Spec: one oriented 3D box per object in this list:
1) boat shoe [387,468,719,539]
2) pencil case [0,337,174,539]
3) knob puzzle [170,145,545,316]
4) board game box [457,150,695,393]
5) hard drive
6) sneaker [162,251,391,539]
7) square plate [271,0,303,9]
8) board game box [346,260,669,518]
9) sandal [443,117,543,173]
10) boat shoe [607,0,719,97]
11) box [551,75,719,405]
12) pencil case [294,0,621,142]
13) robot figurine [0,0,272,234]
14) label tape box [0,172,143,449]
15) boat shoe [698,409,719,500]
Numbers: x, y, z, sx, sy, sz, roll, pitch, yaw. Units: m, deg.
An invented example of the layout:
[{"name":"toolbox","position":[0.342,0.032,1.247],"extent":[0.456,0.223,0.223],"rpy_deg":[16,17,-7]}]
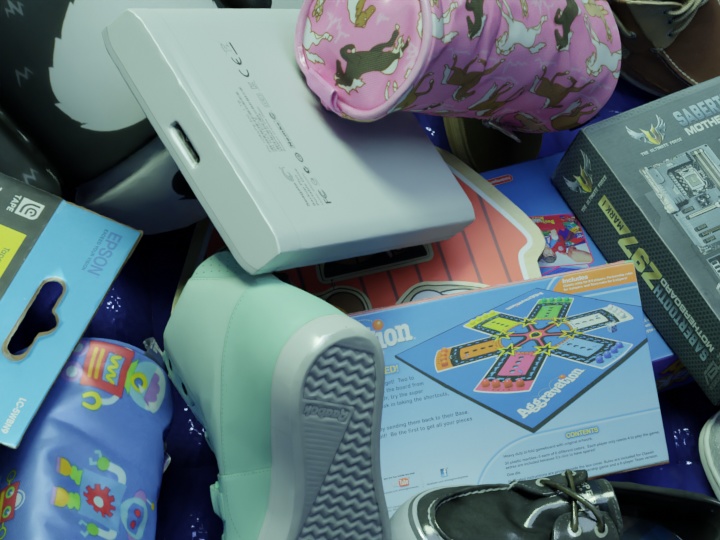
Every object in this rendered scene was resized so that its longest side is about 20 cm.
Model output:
[{"name":"boat shoe","position":[0.104,0.124,1.204],"extent":[0.200,0.066,0.070],"rpy_deg":[14,40,-36]},{"name":"pencil case","position":[-0.129,0.125,1.144],"extent":[0.087,0.078,0.200],"rpy_deg":[25,49,-27]},{"name":"knob puzzle","position":[0.000,0.000,1.280],"extent":[0.219,0.030,0.220],"rpy_deg":[2,61,-3]},{"name":"board game box","position":[0.156,-0.006,1.367],"extent":[0.200,0.045,0.135],"rpy_deg":[-15,63,-29]},{"name":"hard drive","position":[-0.029,-0.066,1.200],"extent":[0.132,0.027,0.200],"rpy_deg":[58,26,11]},{"name":"sneaker","position":[-0.045,0.088,1.162],"extent":[0.074,0.201,0.118],"rpy_deg":[-12,33,-33]},{"name":"square plate","position":[-0.034,-0.187,1.361],"extent":[0.200,0.028,0.198],"rpy_deg":[-33,110,-37]},{"name":"board game box","position":[0.046,0.063,1.234],"extent":[0.200,0.019,0.103],"rpy_deg":[-10,92,-12]},{"name":"sandal","position":[0.051,-0.154,1.372],"extent":[0.078,0.212,0.070],"rpy_deg":[-16,20,-29]},{"name":"boat shoe","position":[0.159,-0.157,1.412],"extent":[0.200,0.072,0.076],"rpy_deg":[37,76,-34]},{"name":"box","position":[0.225,-0.033,1.351],"extent":[0.200,0.051,0.158],"rpy_deg":[-22,67,-31]},{"name":"pencil case","position":[0.051,-0.111,1.253],"extent":[0.200,0.083,0.087],"rpy_deg":[1,88,-56]},{"name":"robot figurine","position":[-0.128,-0.111,1.252],"extent":[0.200,0.150,0.125],"rpy_deg":[51,17,-16]},{"name":"label tape box","position":[-0.223,0.010,1.182],"extent":[0.200,0.063,0.144],"rpy_deg":[23,52,5]},{"name":"boat shoe","position":[0.259,0.137,1.294],"extent":[0.074,0.065,0.202],"rpy_deg":[-32,72,-35]}]
